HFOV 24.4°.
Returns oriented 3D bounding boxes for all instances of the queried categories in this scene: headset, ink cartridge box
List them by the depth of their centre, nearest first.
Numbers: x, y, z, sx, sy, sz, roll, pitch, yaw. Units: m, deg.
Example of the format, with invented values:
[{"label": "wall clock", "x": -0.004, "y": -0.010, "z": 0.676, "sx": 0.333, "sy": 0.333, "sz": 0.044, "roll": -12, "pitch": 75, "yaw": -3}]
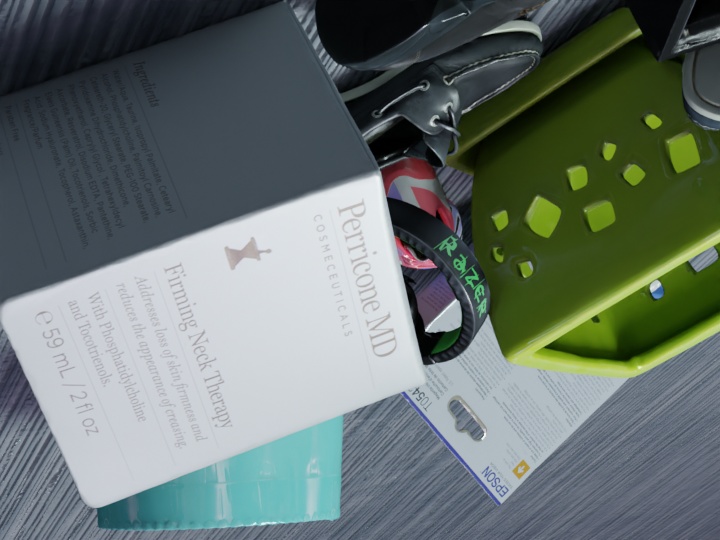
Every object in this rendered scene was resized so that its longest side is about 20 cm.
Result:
[{"label": "headset", "x": 0.000, "y": 0.000, "z": 1.098, "sx": 0.200, "sy": 0.124, "sz": 0.094, "roll": -4, "pitch": -143, "yaw": 39}, {"label": "ink cartridge box", "x": 0.126, "y": 0.057, "z": 1.307, "sx": 0.200, "sy": 0.043, "sz": 0.196, "roll": -43, "pitch": 128, "yaw": -5}]

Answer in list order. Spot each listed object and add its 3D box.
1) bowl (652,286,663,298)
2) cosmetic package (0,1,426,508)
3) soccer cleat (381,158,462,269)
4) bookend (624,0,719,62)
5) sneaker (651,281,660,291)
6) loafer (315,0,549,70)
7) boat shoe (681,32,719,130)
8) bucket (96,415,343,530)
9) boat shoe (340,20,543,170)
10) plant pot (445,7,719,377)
[{"label": "bowl", "x": 0.203, "y": 0.056, "z": 1.590, "sx": 0.200, "sy": 0.039, "sz": 0.201, "roll": -19, "pitch": 159, "yaw": -8}, {"label": "cosmetic package", "x": -0.094, "y": -0.011, "z": 0.905, "sx": 0.200, "sy": 0.166, "sz": 0.167, "roll": -20, "pitch": 134, "yaw": -7}, {"label": "soccer cleat", "x": 0.041, "y": -0.028, "z": 1.179, "sx": 0.067, "sy": 0.077, "sz": 0.200, "roll": -23, "pitch": 158, "yaw": 2}, {"label": "bookend", "x": 0.248, "y": -0.226, "z": 0.890, "sx": 0.200, "sy": 0.092, "sz": 0.199, "roll": -19, "pitch": 158, "yaw": -12}, {"label": "sneaker", "x": 0.180, "y": -0.002, "z": 1.415, "sx": 0.200, "sy": 0.076, "sz": 0.105, "roll": -20, "pitch": -174, "yaw": -26}, {"label": "loafer", "x": 0.073, "y": -0.168, "z": 0.902, "sx": 0.200, "sy": 0.073, "sz": 0.072, "roll": -21, "pitch": 170, "yaw": 23}, {"label": "boat shoe", "x": 0.242, "y": -0.147, "z": 1.003, "sx": 0.200, "sy": 0.075, "sz": 0.062, "roll": -59, "pitch": 174, "yaw": -33}, {"label": "bucket", "x": -0.106, "y": 0.116, "z": 1.209, "sx": 0.207, "sy": 0.135, "sz": 0.207, "roll": -2, "pitch": 174, "yaw": 0}, {"label": "boat shoe", "x": 0.029, "y": -0.090, "z": 1.035, "sx": 0.199, "sy": 0.066, "sz": 0.075, "roll": -21, "pitch": 158, "yaw": -3}, {"label": "plant pot", "x": 0.184, "y": -0.053, "z": 1.116, "sx": 0.199, "sy": 0.182, "sz": 0.200, "roll": -34, "pitch": 156, "yaw": 25}]
